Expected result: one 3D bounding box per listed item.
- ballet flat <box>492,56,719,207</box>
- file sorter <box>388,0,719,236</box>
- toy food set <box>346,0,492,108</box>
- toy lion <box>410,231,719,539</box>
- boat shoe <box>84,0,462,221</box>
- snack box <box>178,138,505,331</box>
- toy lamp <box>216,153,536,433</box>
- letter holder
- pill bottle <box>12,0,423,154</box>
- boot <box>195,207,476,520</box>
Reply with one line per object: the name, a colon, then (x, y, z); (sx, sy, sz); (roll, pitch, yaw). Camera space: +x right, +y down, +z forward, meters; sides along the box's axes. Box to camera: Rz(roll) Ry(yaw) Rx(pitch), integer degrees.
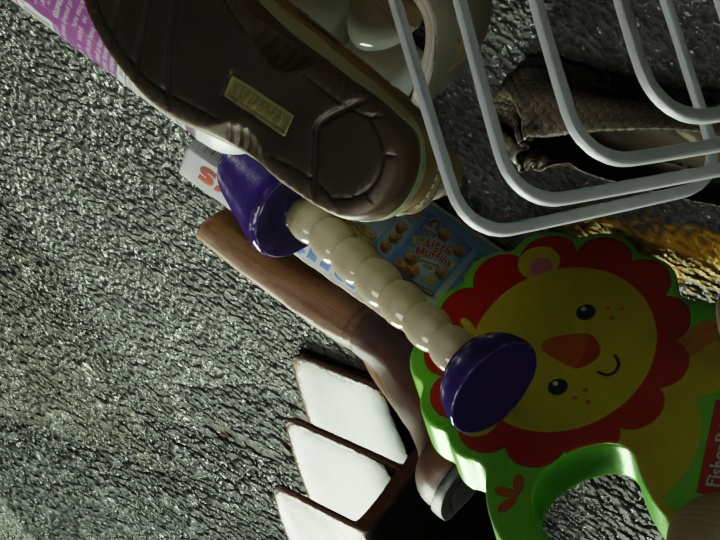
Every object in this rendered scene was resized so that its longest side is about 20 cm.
ballet flat: (0.138, -0.050, 0.953); (0.199, 0.046, 0.068); (18, 147, 34)
file sorter: (0.113, -0.101, 0.761); (0.200, 0.138, 0.126); (-30, 74, 61)
toy food set: (-0.035, -0.147, 0.915); (0.199, 0.144, 0.061); (37, 108, 2)
toy lion: (0.111, 0.069, 1.012); (0.190, 0.201, 0.069); (4, 142, 19)
boat shoe: (-0.038, -0.085, 0.929); (0.200, 0.076, 0.072); (43, 114, 26)
snack box: (0.005, -0.020, 1.127); (0.199, 0.072, 0.024); (35, 136, 8)
toy lamp: (0.000, 0.000, 1.035); (0.200, 0.058, 0.058); (44, 160, 36)
letter holder: (0.003, 0.164, 1.378); (0.141, 0.101, 0.201); (21, 147, 34)
pill bottle: (-0.071, -0.127, 1.022); (0.199, 0.113, 0.112); (36, 152, 5)
boot: (0.000, 0.030, 1.140); (0.200, 0.188, 0.069); (39, 114, 0)
